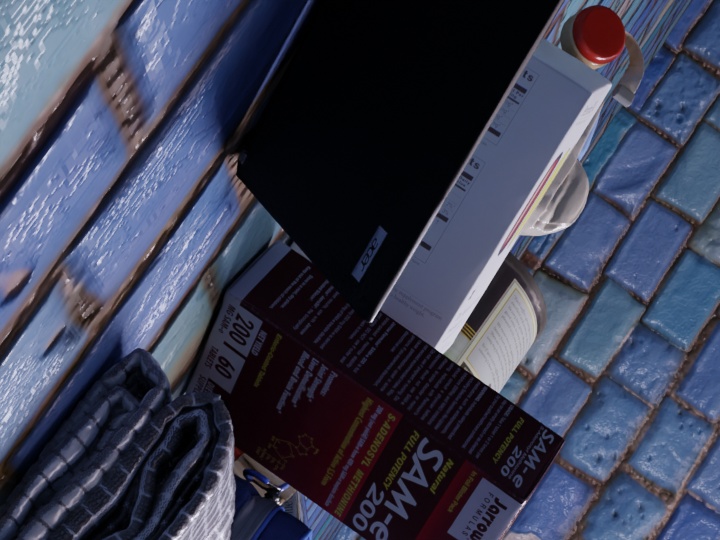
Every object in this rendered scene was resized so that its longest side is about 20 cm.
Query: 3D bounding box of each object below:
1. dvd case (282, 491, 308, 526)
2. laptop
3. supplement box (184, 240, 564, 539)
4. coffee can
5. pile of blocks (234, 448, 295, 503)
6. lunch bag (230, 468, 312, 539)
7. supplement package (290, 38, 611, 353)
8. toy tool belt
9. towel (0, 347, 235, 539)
[{"bbox_3d":[-0.052,0.227,1.315,0.201,0.017,0.144,-95,-179,-51],"label":"dvd case"},{"bbox_3d":[0.031,-0.096,0.741,0.178,0.103,0.200,-59,172,17],"label":"laptop"},{"bbox_3d":[0.003,0.086,0.942,0.061,0.199,0.109,-48,168,-46],"label":"supplement box"},{"bbox_3d":[0.048,0.079,1.396,0.200,0.146,0.147,-52,171,-32],"label":"coffee can"},{"bbox_3d":[-0.086,0.152,1.198,0.200,0.062,0.082,-44,-179,-21],"label":"pile of blocks"},{"bbox_3d":[-0.107,0.198,0.959,0.201,0.132,0.136,-54,172,-15],"label":"lunch bag"},{"bbox_3d":[0.052,-0.055,1.011,0.201,0.109,0.114,-59,172,16],"label":"supplement package"},{"bbox_3d":[0.130,-0.114,1.321,0.201,0.124,0.123,-63,-162,-18],"label":"toy tool belt"},{"bbox_3d":[-0.134,0.155,0.793,0.201,0.085,0.166,-54,171,-21],"label":"towel"}]
